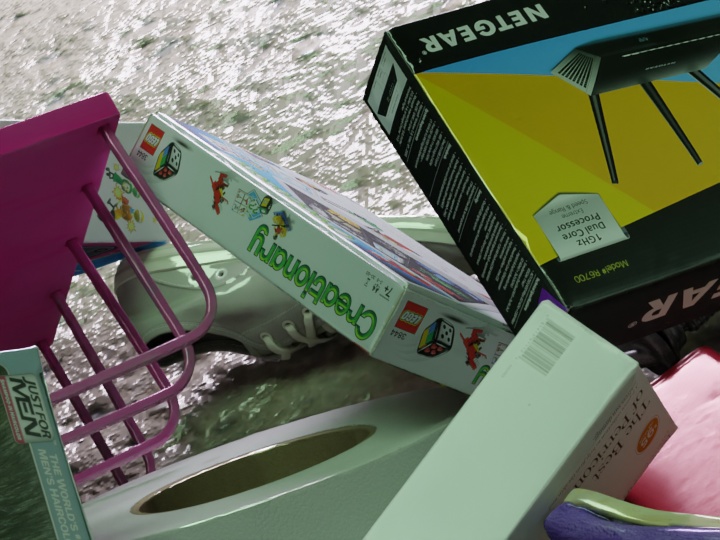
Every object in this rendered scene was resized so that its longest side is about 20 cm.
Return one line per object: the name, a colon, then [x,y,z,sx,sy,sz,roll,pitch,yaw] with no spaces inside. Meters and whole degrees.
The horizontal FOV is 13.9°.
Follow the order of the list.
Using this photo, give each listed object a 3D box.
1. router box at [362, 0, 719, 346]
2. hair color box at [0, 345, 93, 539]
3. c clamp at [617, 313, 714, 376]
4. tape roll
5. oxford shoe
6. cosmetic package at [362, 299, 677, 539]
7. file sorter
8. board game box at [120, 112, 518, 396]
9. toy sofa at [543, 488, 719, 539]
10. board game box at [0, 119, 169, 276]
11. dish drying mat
router box: [0.124,-0.055,1.213,0.200,0.051,0.149,-19,61,-26]
hair color box: [-0.167,0.122,1.159,0.061,0.200,0.099,-6,62,-28]
c clamp: [0.159,-0.015,1.297,0.200,0.027,0.171,-39,31,-13]
tape roll: [-0.039,0.097,1.218,0.202,0.037,0.203,-19,4,1]
oxford shoe: [-0.024,0.011,1.400,0.200,0.075,0.058,-10,71,21]
cosmetic package: [0.037,0.114,1.112,0.051,0.083,0.200,35,83,24]
file sorter: [-0.157,0.046,1.287,0.139,0.200,0.126,-22,67,-26]
board game box: [0.000,0.000,1.244,0.200,0.126,0.035,35,99,49]
toy sofa: [0.137,0.144,1.018,0.200,0.098,0.083,3,44,43]
board game box: [-0.213,-0.023,1.392,0.147,0.064,0.200,-18,-9,41]
dish drying mat: [0.158,0.089,1.157,0.077,0.018,0.200,-36,30,-9]
